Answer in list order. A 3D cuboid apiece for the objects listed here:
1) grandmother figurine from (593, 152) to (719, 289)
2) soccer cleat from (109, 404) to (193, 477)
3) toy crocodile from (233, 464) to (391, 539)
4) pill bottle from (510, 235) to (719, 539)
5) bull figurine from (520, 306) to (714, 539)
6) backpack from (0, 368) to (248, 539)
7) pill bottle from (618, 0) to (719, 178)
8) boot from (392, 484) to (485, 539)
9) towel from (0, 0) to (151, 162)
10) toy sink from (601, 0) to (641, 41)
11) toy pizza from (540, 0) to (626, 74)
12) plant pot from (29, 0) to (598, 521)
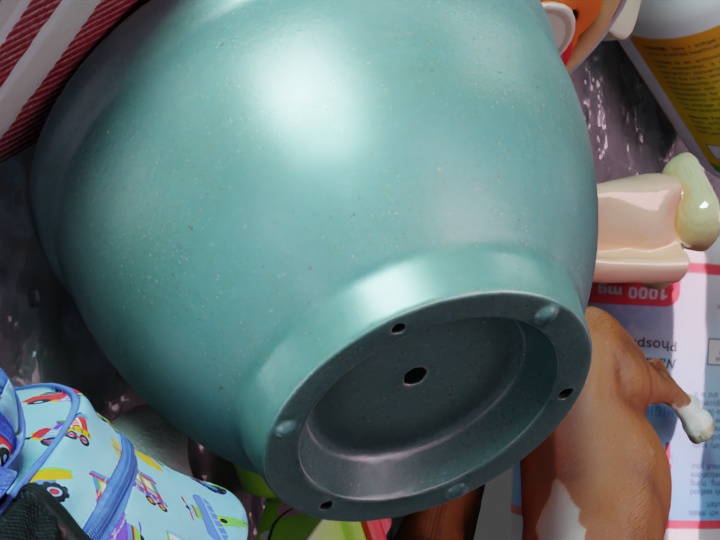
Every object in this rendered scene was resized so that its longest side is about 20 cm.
[{"bbox_3d":[0.050,-0.014,0.992,0.199,0.121,0.061,-7,59,-25],"label":"grandmother figurine"},{"bbox_3d":[-0.059,0.141,0.895,0.086,0.070,0.200,-52,134,-50],"label":"soccer cleat"},{"bbox_3d":[-0.007,0.075,0.944,0.200,0.062,0.068,-70,148,-64],"label":"toy crocodile"},{"bbox_3d":[0.125,0.081,1.122,0.109,0.109,0.201,5,87,-55],"label":"pill bottle"},{"bbox_3d":[0.101,0.109,0.989,0.121,0.065,0.200,39,46,-44],"label":"bull figurine"},{"bbox_3d":[-0.133,0.102,0.700,0.135,0.182,0.200,56,31,-17],"label":"backpack"},{"bbox_3d":[0.176,-0.139,1.182,0.200,0.111,0.111,49,53,-45],"label":"pill bottle"},{"bbox_3d":[0.009,0.160,0.998,0.200,0.068,0.189,-73,173,-54],"label":"boot"},{"bbox_3d":[-0.118,-0.067,0.753,0.023,0.144,0.200,49,41,5],"label":"towel"},{"bbox_3d":[0.023,-0.184,0.960,0.200,0.112,0.131,28,69,-47],"label":"toy sink"},{"bbox_3d":[0.016,-0.097,0.898,0.200,0.200,0.032,37,27,-50],"label":"toy pizza"},{"bbox_3d":[0.000,0.000,0.825,0.200,0.200,0.134,36,22,-50],"label":"plant pot"}]
